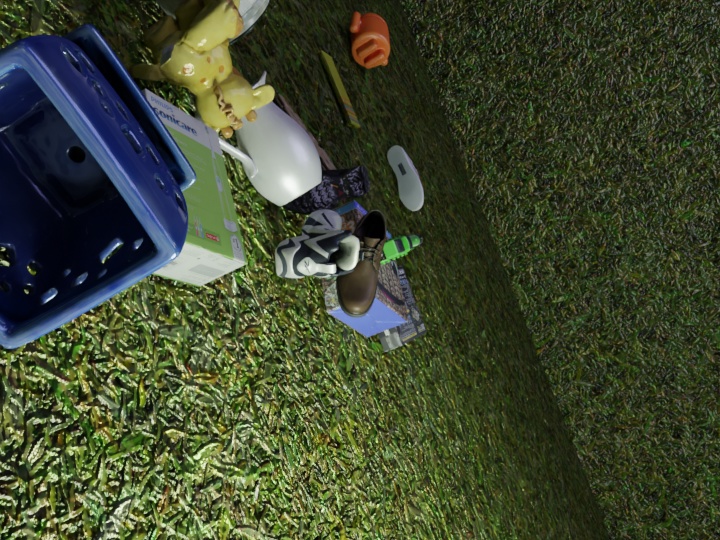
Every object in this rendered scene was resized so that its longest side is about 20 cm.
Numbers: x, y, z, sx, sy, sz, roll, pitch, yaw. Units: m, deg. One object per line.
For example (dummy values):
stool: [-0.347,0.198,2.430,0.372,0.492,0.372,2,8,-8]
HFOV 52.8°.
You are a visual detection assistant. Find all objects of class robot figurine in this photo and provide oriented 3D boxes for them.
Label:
robot figurine: [0.028,-0.679,2.127,0.143,0.117,0.201,11,44,-13]

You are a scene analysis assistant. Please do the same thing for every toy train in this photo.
toy train: [0.075,-0.047,1.387,0.042,0.056,0.200,68,20,0]

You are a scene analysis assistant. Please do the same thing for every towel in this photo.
towel: [-0.053,-0.454,1.833,0.201,0.018,0.086,68,14,3]

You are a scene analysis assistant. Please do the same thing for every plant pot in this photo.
plant pot: [-0.271,-0.086,0.640,0.201,0.199,0.180,57,15,-26]

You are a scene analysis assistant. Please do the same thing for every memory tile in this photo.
memory tile: [-0.097,-0.253,1.438,0.200,0.017,0.154,50,8,-41]

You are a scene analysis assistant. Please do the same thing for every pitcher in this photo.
pitcher: [-0.163,-0.199,1.166,0.171,0.121,0.201,-39,102,-41]

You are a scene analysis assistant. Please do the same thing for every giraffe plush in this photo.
giraffe plush: [-0.211,-0.283,1.040,0.162,0.171,0.201,52,33,-38]

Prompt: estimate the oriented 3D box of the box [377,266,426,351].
box: [0.072,0.077,1.548,0.162,0.049,0.200,67,20,4]

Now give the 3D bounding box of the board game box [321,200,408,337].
board game box: [0.000,0.000,1.372,0.159,0.096,0.201,38,36,-54]

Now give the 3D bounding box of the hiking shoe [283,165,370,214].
hiking shoe: [-0.079,-0.144,1.335,0.199,0.100,0.076,-16,99,-38]

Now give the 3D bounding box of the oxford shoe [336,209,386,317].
oxford shoe: [0.002,-0.018,1.228,0.085,0.072,0.201,110,-10,-62]

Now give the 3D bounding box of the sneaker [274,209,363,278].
sneaker: [-0.042,-0.042,1.204,0.199,0.129,0.080,-39,133,-60]

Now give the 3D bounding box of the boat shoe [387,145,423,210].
boat shoe: [0.137,-0.257,2.028,0.065,0.073,0.201,15,56,-60]

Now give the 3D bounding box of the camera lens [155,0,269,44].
camera lens: [-0.249,-0.459,1.122,0.200,0.159,0.161,50,26,-40]

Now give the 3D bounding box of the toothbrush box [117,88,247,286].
toothbrush box: [-0.231,-0.097,0.897,0.145,0.086,0.201,23,49,-62]
